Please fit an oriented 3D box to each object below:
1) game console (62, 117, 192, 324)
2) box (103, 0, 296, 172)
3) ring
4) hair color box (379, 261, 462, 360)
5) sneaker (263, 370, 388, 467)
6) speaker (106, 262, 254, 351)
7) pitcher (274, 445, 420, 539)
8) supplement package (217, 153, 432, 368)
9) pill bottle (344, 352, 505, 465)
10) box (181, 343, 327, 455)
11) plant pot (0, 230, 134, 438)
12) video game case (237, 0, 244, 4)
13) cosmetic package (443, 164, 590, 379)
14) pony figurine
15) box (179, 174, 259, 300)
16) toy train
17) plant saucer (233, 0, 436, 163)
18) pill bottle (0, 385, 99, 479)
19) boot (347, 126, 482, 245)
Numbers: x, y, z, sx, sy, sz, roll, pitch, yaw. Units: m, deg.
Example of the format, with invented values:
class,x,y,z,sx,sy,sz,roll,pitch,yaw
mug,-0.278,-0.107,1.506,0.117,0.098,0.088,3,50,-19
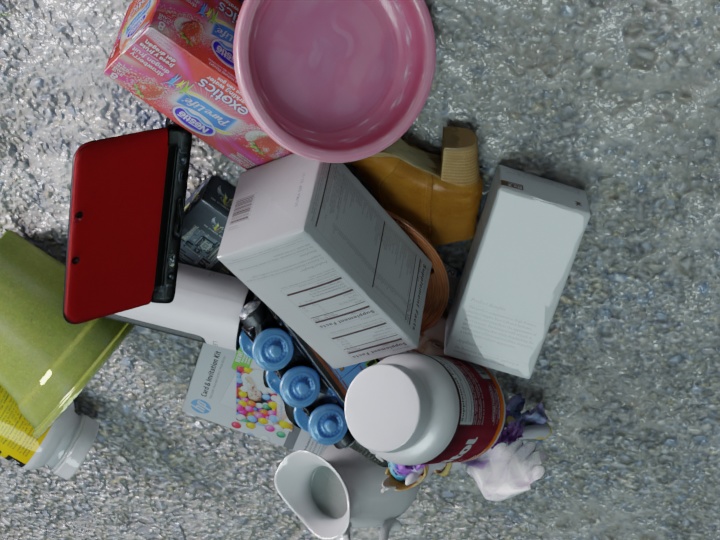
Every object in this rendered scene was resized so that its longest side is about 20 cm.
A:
class,x,y,z,sx,sy,sz,roll,pitch,yaw
game console,-0.239,-0.070,1.418,0.117,0.173,0.202,4,120,-13
box,-0.135,-0.192,1.348,0.199,0.101,0.095,33,139,-25
ring,0.000,0.000,1.491,0.198,0.019,0.202,11,135,11
hair color box,0.061,0.078,1.596,0.099,0.061,0.200,29,133,-12
sneaker,-0.036,0.161,1.619,0.200,0.067,0.090,44,133,-16
speaker,-0.218,0.027,1.542,0.198,0.082,0.082,14,135,3
pitcher,0.006,0.277,1.678,0.121,0.199,0.173,-35,77,27
supplement package,-0.031,-0.009,1.379,0.109,0.115,0.200,-16,135,32
pill bottle,0.065,0.143,1.433,0.112,0.114,0.199,-14,168,26
box,-0.109,0.148,1.724,0.198,0.041,0.157,21,134,-3
plant pot,-0.384,0.060,1.631,0.184,0.201,0.200,41,131,-8
video game case,-0.115,-0.318,1.300,0.141,0.019,0.201,4,135,12
cosmetic package,0.160,0.003,1.449,0.101,0.074,0.202,16,114,-3
pony figurine,0.133,0.195,1.597,0.193,0.199,0.168,-38,70,33
box,-0.135,0.002,1.586,0.199,0.051,0.158,35,132,-16
toy train,-0.047,0.099,1.513,0.114,0.087,0.201,-38,108,-10
plant saucer,-0.027,-0.202,1.296,0.200,0.201,0.051,40,171,-22
pill bottle,-0.444,0.186,1.801,0.199,0.113,0.112,32,133,-15
boot,0.027,-0.086,1.444,0.199,0.071,0.145,6,134,4
